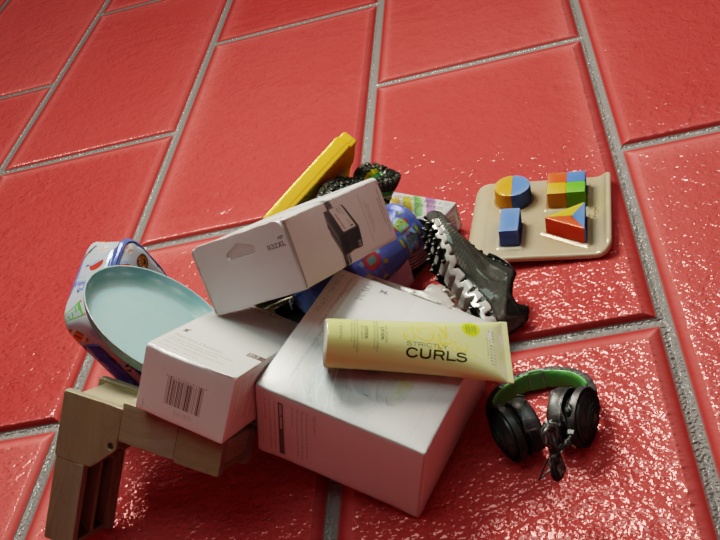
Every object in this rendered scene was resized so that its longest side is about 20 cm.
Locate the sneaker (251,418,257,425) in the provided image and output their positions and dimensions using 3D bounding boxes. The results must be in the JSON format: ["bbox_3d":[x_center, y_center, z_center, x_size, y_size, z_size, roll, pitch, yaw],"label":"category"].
[{"bbox_3d":[-0.089,0.156,1.245,0.199,0.075,0.082,-16,34,4],"label":"sneaker"}]

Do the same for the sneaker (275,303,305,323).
[{"bbox_3d":[-0.120,0.085,1.371,0.199,0.060,0.104,-3,34,16],"label":"sneaker"}]

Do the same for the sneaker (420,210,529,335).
[{"bbox_3d":[0.148,0.003,1.311,0.090,0.067,0.201,-18,64,-19],"label":"sneaker"}]

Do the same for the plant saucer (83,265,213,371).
[{"bbox_3d":[-0.246,0.069,1.247,0.027,0.199,0.200,-54,27,23],"label":"plant saucer"}]

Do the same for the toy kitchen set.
[{"bbox_3d":[-0.221,0.226,1.183,0.199,0.181,0.163,14,10,18],"label":"toy kitchen set"}]

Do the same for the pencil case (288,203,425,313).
[{"bbox_3d":[0.000,0.000,1.336,0.078,0.087,0.200,43,61,4],"label":"pencil case"}]

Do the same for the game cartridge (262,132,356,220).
[{"bbox_3d":[-0.074,-0.092,1.462,0.032,0.200,0.176,39,73,6],"label":"game cartridge"}]

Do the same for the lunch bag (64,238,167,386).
[{"bbox_3d":[-0.303,0.066,1.365,0.075,0.200,0.161,-6,54,21],"label":"lunch bag"}]

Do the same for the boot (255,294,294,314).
[{"bbox_3d":[-0.101,-0.011,1.348,0.200,0.097,0.075,-37,34,-19],"label":"boot"}]

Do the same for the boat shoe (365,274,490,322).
[{"bbox_3d":[0.086,0.050,1.244,0.199,0.072,0.066,11,69,24],"label":"boat shoe"}]

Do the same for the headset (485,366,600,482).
[{"bbox_3d":[0.195,0.152,1.099,0.123,0.094,0.200,-14,24,9],"label":"headset"}]

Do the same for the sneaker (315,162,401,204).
[{"bbox_3d":[-0.003,-0.082,1.412,0.078,0.086,0.200,22,26,19],"label":"sneaker"}]

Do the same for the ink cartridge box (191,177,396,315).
[{"bbox_3d":[-0.073,-0.029,1.198,0.145,0.084,0.200,-16,8,35],"label":"ink cartridge box"}]

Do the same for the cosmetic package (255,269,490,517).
[{"bbox_3d":[0.018,0.129,1.145,0.199,0.123,0.200,20,47,16],"label":"cosmetic package"}]

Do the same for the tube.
[{"bbox_3d":[0.060,0.079,1.078,0.199,0.058,0.052,4,3,-5],"label":"tube"}]

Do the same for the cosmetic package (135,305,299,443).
[{"bbox_3d":[-0.145,0.105,1.140,0.112,0.082,0.200,19,19,14],"label":"cosmetic package"}]

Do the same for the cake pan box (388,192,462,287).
[{"bbox_3d":[0.023,-0.041,1.486,0.199,0.052,0.184,15,49,38],"label":"cake pan box"}]

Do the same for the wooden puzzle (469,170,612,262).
[{"bbox_3d":[0.247,-0.081,1.435,0.199,0.046,0.186,-7,37,18],"label":"wooden puzzle"}]
